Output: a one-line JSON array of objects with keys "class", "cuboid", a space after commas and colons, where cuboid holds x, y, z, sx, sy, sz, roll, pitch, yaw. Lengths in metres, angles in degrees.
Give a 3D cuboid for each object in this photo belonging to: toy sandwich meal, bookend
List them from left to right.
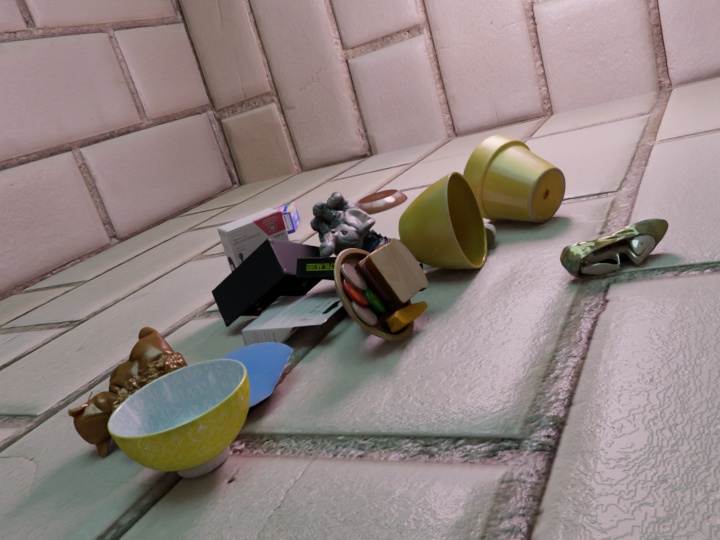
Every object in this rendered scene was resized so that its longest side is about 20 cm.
[{"class": "bookend", "cuboid": [-0.190, 0.032, 1.423, 0.199, 0.093, 0.198, -39, -22, 23]}, {"class": "toy sandwich meal", "cuboid": [0.041, 0.027, 1.102, 0.070, 0.206, 0.205, -40, 2, 32]}]

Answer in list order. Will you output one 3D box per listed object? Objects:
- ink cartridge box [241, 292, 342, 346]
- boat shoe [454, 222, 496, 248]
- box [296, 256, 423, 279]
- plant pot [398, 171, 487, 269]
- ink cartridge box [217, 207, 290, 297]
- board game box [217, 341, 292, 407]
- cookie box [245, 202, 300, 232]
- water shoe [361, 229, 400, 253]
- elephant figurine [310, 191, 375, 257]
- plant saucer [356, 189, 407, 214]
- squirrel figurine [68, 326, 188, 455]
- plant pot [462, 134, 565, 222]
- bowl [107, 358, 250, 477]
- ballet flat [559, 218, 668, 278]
[{"class": "ink cartridge box", "cuboid": [-0.115, 0.098, 1.270, 0.197, 0.058, 0.162, -2, 21, 30]}, {"class": "boat shoe", "cuboid": [0.212, -0.074, 1.456, 0.196, 0.076, 0.068, 0, 20, 17]}, {"class": "box", "cuboid": [0.000, 0.000, 1.324, 0.191, 0.049, 0.198, -4, -7, 40]}, {"class": "plant pot", "cuboid": [0.163, -0.088, 1.339, 0.140, 0.203, 0.200, -15, 15, 29]}, {"class": "ink cartridge box", "cuboid": [-0.237, -0.028, 1.522, 0.143, 0.203, 0.084, -24, 20, -24]}, {"class": "board game box", "cuboid": [-0.193, 0.193, 1.061, 0.155, 0.040, 0.201, -11, 25, 18]}, {"class": "cookie box", "cuboid": [-0.324, -0.168, 2.272, 0.196, 0.076, 0.171, -15, 16, 4]}, {"class": "water shoe", "cuboid": [0.040, -0.061, 1.557, 0.197, 0.080, 0.072, -11, 18, 20]}, {"class": "elephant figurine", "cuboid": [-0.030, -0.076, 1.444, 0.154, 0.143, 0.201, -31, 38, -4]}, {"class": "plant saucer", "cuboid": [0.063, -0.239, 2.183, 0.197, 0.037, 0.201, -17, 16, 5]}, {"class": "squirrel figurine", "cuboid": [-0.369, 0.206, 1.028, 0.186, 0.143, 0.199, -34, 19, -28]}, {"class": "plant pot", "cuboid": [0.374, -0.202, 1.514, 0.199, 0.204, 0.188, -26, 35, -28]}, {"class": "bowl", "cuboid": [-0.237, 0.220, 0.891, 0.197, 0.109, 0.201, -16, 17, 5]}, {"class": "ballet flat", "cuboid": [0.448, -0.032, 1.104, 0.196, 0.072, 0.071, -16, 16, 2]}]
